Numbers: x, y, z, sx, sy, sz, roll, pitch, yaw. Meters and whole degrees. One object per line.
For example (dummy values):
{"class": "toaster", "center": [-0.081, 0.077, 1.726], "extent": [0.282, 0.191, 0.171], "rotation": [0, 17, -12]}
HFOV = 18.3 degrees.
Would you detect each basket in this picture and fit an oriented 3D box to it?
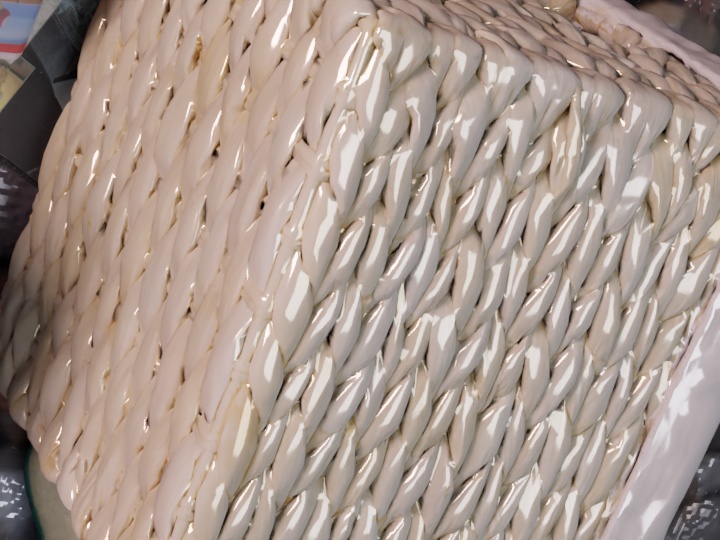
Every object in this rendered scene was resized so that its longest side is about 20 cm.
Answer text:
{"class": "basket", "center": [0.000, 0.000, 0.689], "extent": [0.160, 0.198, 0.202], "rotation": [12, 107, -29]}

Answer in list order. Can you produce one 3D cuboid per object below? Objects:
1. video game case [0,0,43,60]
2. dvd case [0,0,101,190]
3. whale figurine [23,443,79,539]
{"class": "video game case", "center": [-0.137, -0.128, 0.599], "extent": [0.142, 0.018, 0.200], "rotation": [5, 148, -21]}
{"class": "dvd case", "center": [-0.084, -0.100, 0.734], "extent": [0.200, 0.022, 0.146], "rotation": [39, 92, -35]}
{"class": "whale figurine", "center": [-0.109, 0.160, 0.814], "extent": [0.158, 0.103, 0.202], "rotation": [11, 83, -31]}
